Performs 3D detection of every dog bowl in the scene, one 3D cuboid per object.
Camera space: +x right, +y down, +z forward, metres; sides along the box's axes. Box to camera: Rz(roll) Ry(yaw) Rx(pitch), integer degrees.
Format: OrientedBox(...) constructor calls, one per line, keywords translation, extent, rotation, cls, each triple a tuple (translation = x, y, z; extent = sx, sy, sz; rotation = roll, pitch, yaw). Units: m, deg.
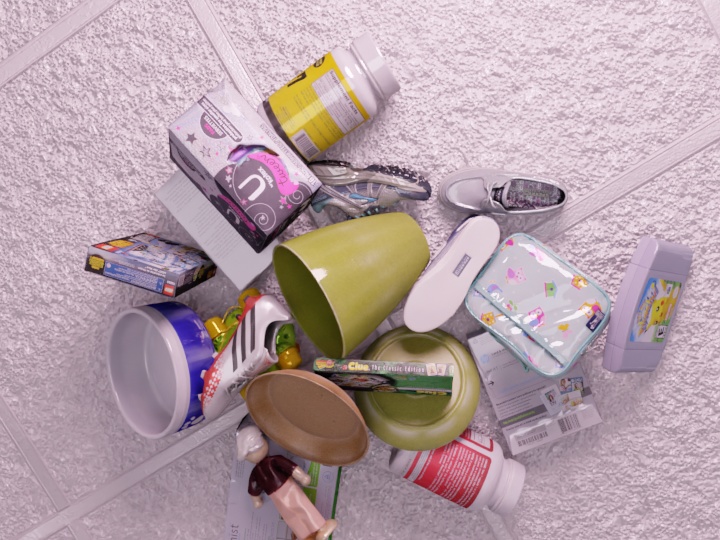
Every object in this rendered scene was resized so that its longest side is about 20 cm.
OrientedBox(translation=(-0.310, 0.152, 1.131), extent=(0.197, 0.078, 0.205), rotation=(9, 103, 40), cls="dog bowl")

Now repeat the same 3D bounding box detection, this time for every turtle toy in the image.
OrientedBox(translation=(-0.179, 0.129, 1.148), extent=(0.199, 0.101, 0.147), rotation=(-37, 80, 8), cls="turtle toy")

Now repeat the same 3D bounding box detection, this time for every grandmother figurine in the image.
OrientedBox(translation=(-0.125, 0.325, 1.104), extent=(0.120, 0.061, 0.202), rotation=(-34, 92, 17), cls="grandmother figurine")

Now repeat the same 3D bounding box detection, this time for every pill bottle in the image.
OrientedBox(translation=(-0.045, -0.252, 1.074), extent=(0.198, 0.114, 0.115), rotation=(-33, 94, 9), cls="pill bottle")
OrientedBox(translation=(0.152, 0.302, 1.139), extent=(0.197, 0.112, 0.114), rotation=(26, 100, 1), cls="pill bottle")

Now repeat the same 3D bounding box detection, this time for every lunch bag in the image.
OrientedBox(translation=(0.260, 0.058, 1.072), extent=(0.199, 0.077, 0.161), rotation=(40, 88, 21), cls="lunch bag")

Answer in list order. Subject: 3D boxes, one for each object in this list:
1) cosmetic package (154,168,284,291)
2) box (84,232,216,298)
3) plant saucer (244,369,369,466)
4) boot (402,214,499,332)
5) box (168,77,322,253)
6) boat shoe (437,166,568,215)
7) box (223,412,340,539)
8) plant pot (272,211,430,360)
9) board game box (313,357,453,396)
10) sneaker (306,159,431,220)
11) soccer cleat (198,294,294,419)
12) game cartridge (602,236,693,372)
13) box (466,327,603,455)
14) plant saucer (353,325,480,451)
OrientedBox(translation=(-0.213, -0.077, 1.133), extent=(0.101, 0.071, 0.201), rotation=(-41, 93, 1), cls="cosmetic package")
OrientedBox(translation=(-0.305, -0.012, 1.092), extent=(0.134, 0.200, 0.041), rotation=(18, 100, 3), cls="box")
OrientedBox(translation=(-0.073, 0.207, 1.057), extent=(0.196, 0.036, 0.203), rotation=(15, 135, 15), cls="plant saucer")
OrientedBox(translation=(0.135, 0.003, 1.102), extent=(0.072, 0.090, 0.201), rotation=(39, 96, -6), cls="boot")
OrientedBox(translation=(-0.169, -0.143, 1.035), extent=(0.200, 0.132, 0.115), rotation=(46, 73, -3), cls="box")
OrientedBox(translation=(0.214, -0.119, 1.089), extent=(0.196, 0.072, 0.072), rotation=(2, 99, 5), cls="boat shoe")
OrientedBox(translation=(-0.123, 0.354, 1.182), extent=(0.172, 0.097, 0.205), rotation=(8, 100, 5), cls="box")
OrientedBox(translation=(0.000, 0.000, 1.075), extent=(0.198, 0.187, 0.190), rotation=(-31, 96, -23), cls="plant pot")
OrientedBox(translation=(0.036, 0.154, 1.047), extent=(0.195, 0.105, 0.024), rotation=(2, 64, 6), cls="board game box")
OrientedBox(translation=(0.012, -0.118, 1.117), extent=(0.195, 0.078, 0.088), rotation=(8, 109, 13), cls="sneaker")
OrientedBox(translation=(-0.167, 0.133, 1.058), extent=(0.084, 0.069, 0.203), rotation=(26, 88, 23), cls="soccer cleat")
OrientedBox(translation=(0.423, 0.055, 1.075), extent=(0.131, 0.040, 0.205), rotation=(6, 102, -37), cls="game cartridge")
OrientedBox(translation=(0.272, 0.168, 1.144), extent=(0.153, 0.041, 0.204), rotation=(-23, 96, 8), cls="box")
OrientedBox(translation=(0.085, 0.171, 1.110), extent=(0.195, 0.031, 0.204), rotation=(-2, 63, 4), cls="plant saucer")
